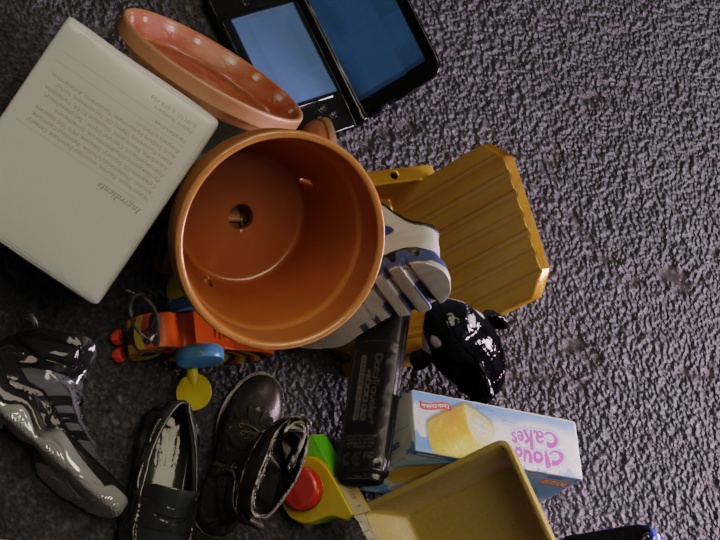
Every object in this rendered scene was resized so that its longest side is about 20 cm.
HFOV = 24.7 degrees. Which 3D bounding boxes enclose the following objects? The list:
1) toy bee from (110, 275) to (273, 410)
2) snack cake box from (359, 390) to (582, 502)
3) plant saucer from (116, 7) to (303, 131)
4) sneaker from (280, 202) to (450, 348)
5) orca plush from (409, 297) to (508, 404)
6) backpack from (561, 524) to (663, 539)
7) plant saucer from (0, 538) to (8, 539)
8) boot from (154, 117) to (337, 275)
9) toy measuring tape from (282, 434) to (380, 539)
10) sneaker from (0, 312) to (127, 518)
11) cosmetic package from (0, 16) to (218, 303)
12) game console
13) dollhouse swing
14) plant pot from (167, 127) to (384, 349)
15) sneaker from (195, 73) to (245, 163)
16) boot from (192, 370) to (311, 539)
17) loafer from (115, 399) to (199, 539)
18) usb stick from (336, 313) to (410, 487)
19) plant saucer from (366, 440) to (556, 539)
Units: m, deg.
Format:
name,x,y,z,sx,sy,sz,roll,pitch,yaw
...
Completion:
name,x,y,z,sx,sy,sz,roll,pitch,yaw
toy bee,-0.183,0.057,1.586,0.200,0.108,0.131,39,46,-39
snack cake box,0.109,0.186,1.659,0.199,0.115,0.068,12,57,-26
plant saucer,-0.148,-0.188,1.592,0.200,0.032,0.200,30,16,-9
sneaker,0.001,0.000,1.630,0.081,0.199,0.115,58,25,-35
orca plush,0.108,0.109,1.661,0.105,0.200,0.071,-14,51,-9
backpack,0.242,0.376,1.637,0.168,0.162,0.200,47,55,-8
plant saucer,-0.324,0.335,1.427,0.199,0.032,0.201,11,66,-25
boot,-0.114,-0.070,1.641,0.155,0.077,0.201,13,106,-22
toy measuring tape,-0.027,0.244,1.590,0.073,0.074,0.201,-19,68,-32
sneaker,-0.267,0.127,1.513,0.200,0.075,0.114,44,59,-3
cosmetic package,-0.256,-0.099,1.512,0.166,0.167,0.200,34,86,-10
game console,-0.043,-0.255,1.763,0.170,0.118,0.201,-22,81,-33
dollhouse swing,0.060,-0.019,1.690,0.181,0.176,0.201,-9,76,-31
plant pot,-0.093,-0.039,1.533,0.199,0.140,0.201,-4,103,-21
sneaker,-0.180,-0.159,1.676,0.200,0.074,0.119,23,66,-28
boot,-0.088,0.165,1.535,0.069,0.174,0.201,27,60,-16
loafer,-0.185,0.217,1.525,0.068,0.070,0.202,13,65,-23
usb stick,0.014,0.115,1.611,0.033,0.055,0.201,57,36,-54
plant saucer,0.120,0.284,1.601,0.048,0.200,0.201,-14,77,-52
